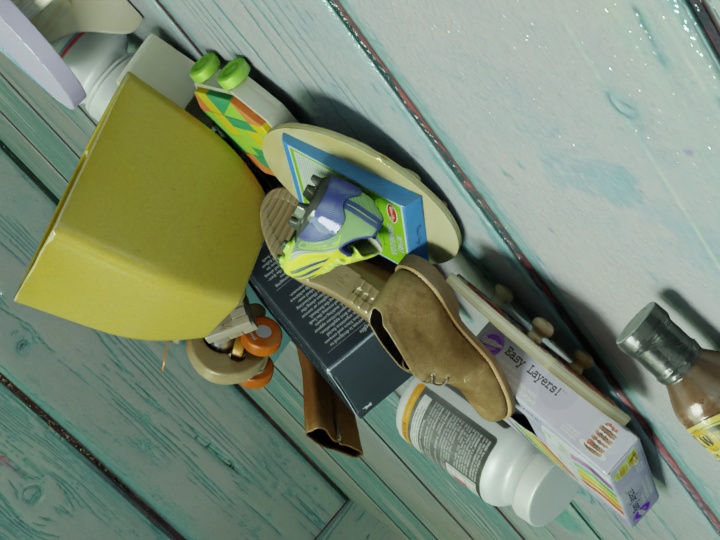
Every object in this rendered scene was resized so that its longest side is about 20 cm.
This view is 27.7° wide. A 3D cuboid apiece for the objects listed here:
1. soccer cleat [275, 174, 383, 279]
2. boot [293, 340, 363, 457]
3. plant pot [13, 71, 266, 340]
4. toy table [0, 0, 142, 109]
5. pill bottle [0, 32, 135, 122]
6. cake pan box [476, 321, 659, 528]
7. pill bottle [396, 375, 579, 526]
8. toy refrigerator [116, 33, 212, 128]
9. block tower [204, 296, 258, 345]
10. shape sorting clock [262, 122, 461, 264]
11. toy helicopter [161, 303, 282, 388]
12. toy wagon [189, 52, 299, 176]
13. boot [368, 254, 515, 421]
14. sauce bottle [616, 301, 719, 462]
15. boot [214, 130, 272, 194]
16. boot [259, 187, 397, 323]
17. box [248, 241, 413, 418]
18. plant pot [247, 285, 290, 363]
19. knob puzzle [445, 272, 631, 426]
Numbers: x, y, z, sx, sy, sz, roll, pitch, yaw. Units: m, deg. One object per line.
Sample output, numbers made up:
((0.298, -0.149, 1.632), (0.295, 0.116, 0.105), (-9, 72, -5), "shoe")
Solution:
((-0.024, -0.024, 1.284), (0.083, 0.065, 0.200), (27, 163, 0), "soccer cleat")
((-0.017, 0.123, 1.729), (0.188, 0.068, 0.202), (36, -146, -56), "boot")
((-0.204, -0.039, 1.464), (0.199, 0.196, 0.195), (26, 151, -12), "plant pot")
((-0.317, -0.275, 1.453), (0.200, 0.117, 0.183), (50, 166, -33), "toy table")
((-0.325, -0.252, 1.584), (0.200, 0.109, 0.109), (41, 169, 5), "pill bottle")
((0.195, 0.148, 1.421), (0.200, 0.052, 0.184), (41, 170, 28), "cake pan box")
((0.143, 0.186, 1.602), (0.199, 0.117, 0.117), (35, 167, 35), "pill bottle")
((-0.205, -0.178, 1.560), (0.076, 0.070, 0.200), (34, 169, 2), "toy refrigerator")
((-0.169, -0.015, 1.608), (0.058, 0.054, 0.202), (61, -172, -67), "block tower")
((0.002, -0.068, 1.291), (0.199, 0.039, 0.200), (31, 162, 11), "shape sorting clock")
((-0.175, 0.045, 1.664), (0.079, 0.131, 0.201), (108, 149, -48), "toy helicopter")
((-0.105, -0.142, 1.418), (0.155, 0.040, 0.199), (49, 166, -29), "toy wagon")
((0.072, 0.080, 1.327), (0.073, 0.076, 0.201), (12, 146, 51), "boot")
((0.264, 0.103, 1.018), (0.200, 0.065, 0.065), (42, 169, 2), "sauce bottle")
((-0.120, -0.062, 1.672), (0.200, 0.069, 0.174), (50, 168, -5), "boot")
((0.000, 0.000, 1.456), (0.200, 0.073, 0.166), (44, -168, 28), "boot")
((-0.036, 0.036, 1.593), (0.200, 0.107, 0.149), (49, 173, 27), "box")
((-0.169, -0.005, 1.834), (0.200, 0.142, 0.141), (43, 170, -34), "plant pot")
((0.157, 0.060, 1.241), (0.219, 0.031, 0.220), (39, -176, -3), "knob puzzle")
